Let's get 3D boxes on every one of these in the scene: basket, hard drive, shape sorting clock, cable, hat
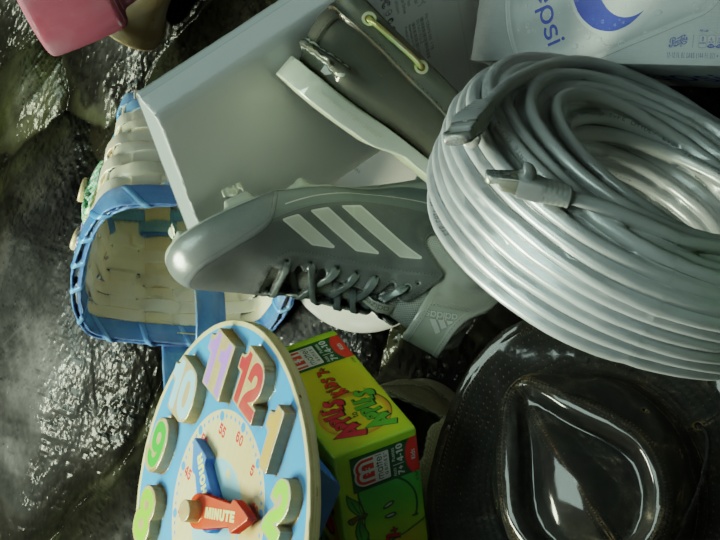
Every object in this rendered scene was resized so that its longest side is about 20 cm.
[{"bbox_3d":[-0.104,0.007,1.203,0.177,0.139,0.201,108,156,-51],"label":"basket"},{"bbox_3d":[-0.018,-0.101,1.074,0.200,0.132,0.027,-35,56,-14],"label":"hard drive"},{"bbox_3d":[-0.073,0.124,1.025,0.200,0.039,0.201,-27,57,53],"label":"shape sorting clock"},{"bbox_3d":[0.128,-0.026,0.930,0.199,0.200,0.069,28,117,0],"label":"cable"},{"bbox_3d":[0.105,0.101,0.977,0.200,0.081,0.201,-9,69,24],"label":"hat"}]

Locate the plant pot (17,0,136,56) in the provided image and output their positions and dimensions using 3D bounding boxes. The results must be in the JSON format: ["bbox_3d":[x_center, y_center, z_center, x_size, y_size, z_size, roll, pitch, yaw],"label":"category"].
[{"bbox_3d":[-0.145,-0.253,1.213,0.178,0.200,0.200,-23,59,-2],"label":"plant pot"}]

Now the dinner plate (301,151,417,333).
[{"bbox_3d":[0.002,-0.063,1.205,0.200,0.024,0.201,-11,75,46],"label":"dinner plate"}]

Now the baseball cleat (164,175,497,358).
[{"bbox_3d":[0.000,0.000,1.068,0.107,0.199,0.070,67,154,22],"label":"baseball cleat"}]

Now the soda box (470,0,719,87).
[{"bbox_3d":[0.150,-0.129,1.019,0.200,0.068,0.064,8,90,49],"label":"soda box"}]

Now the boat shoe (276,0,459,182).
[{"bbox_3d":[0.052,-0.067,1.037,0.060,0.201,0.072,-56,22,2],"label":"boat shoe"}]

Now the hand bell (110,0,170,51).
[{"bbox_3d":[-0.099,-0.244,1.316,0.200,0.104,0.104,-36,58,25],"label":"hand bell"}]

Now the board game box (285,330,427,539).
[{"bbox_3d":[-0.003,0.144,1.072,0.102,0.047,0.201,-132,28,-52],"label":"board game box"}]

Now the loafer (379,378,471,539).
[{"bbox_3d":[0.057,0.122,1.078,0.200,0.068,0.076,35,110,45],"label":"loafer"}]
